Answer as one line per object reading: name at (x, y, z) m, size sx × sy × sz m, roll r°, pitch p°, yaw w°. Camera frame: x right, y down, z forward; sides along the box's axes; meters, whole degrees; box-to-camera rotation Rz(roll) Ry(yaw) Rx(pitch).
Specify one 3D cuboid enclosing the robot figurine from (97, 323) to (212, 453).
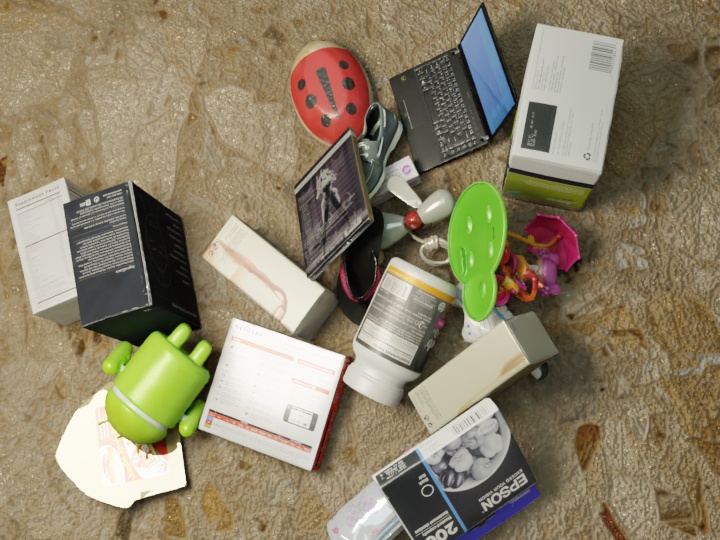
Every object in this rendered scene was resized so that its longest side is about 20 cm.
robot figurine at (-0.311, 0.177, 1.420) m, size 0.175 × 0.116 × 0.201 m, roll 39°, pitch 83°, yaw -9°

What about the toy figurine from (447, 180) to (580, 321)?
toy figurine at (0.243, -0.018, 1.358) m, size 0.181 × 0.150 × 0.204 m, roll 7°, pitch 72°, yaw -26°

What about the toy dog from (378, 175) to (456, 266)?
toy dog at (0.052, -0.079, 1.448) m, size 0.195 × 0.134 × 0.097 m, roll -5°, pitch 33°, yaw 4°

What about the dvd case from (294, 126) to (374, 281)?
dvd case at (-0.044, -0.104, 1.413) m, size 0.149 × 0.016 × 0.203 m, roll -43°, pitch 41°, yaw 31°

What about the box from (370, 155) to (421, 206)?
box at (0.002, -0.119, 1.493) m, size 0.197 × 0.039 × 0.042 m, roll -26°, pitch 73°, yaw 4°

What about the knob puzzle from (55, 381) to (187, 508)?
knob puzzle at (-0.383, 0.278, 1.469) m, size 0.214 × 0.031 × 0.224 m, roll 0°, pitch 71°, yaw -1°

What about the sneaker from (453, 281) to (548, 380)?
sneaker at (0.203, 0.095, 1.393) m, size 0.086 × 0.075 × 0.201 m, roll -40°, pitch 64°, yaw 6°

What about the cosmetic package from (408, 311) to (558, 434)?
cosmetic package at (0.174, 0.147, 1.319) m, size 0.200 × 0.104 × 0.072 m, roll -42°, pitch 71°, yaw 33°

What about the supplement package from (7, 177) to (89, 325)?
supplement package at (-0.490, -0.030, 1.533) m, size 0.112 × 0.110 × 0.204 m, roll -20°, pitch 74°, yaw 6°

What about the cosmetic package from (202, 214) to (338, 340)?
cosmetic package at (-0.140, 0.013, 1.458) m, size 0.199 × 0.103 × 0.088 m, roll 37°, pitch 88°, yaw 18°

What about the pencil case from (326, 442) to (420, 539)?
pencil case at (0.045, 0.345, 1.350) m, size 0.199 × 0.083 × 0.091 m, roll -40°, pitch 45°, yaw 1°

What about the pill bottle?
pill bottle at (0.057, 0.093, 1.387) m, size 0.115 × 0.116 × 0.203 m, roll 26°, pitch 92°, yaw 16°

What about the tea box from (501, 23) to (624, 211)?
tea box at (0.295, -0.220, 1.372) m, size 0.131 × 0.197 × 0.204 m, roll 12°, pitch 80°, yaw 6°

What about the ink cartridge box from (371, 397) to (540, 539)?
ink cartridge box at (0.145, 0.310, 1.292) m, size 0.196 × 0.043 × 0.202 m, roll -33°, pitch 116°, yaw -3°

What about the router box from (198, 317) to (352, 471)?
router box at (-0.131, 0.190, 1.433) m, size 0.196 × 0.049 × 0.183 m, roll 17°, pitch 86°, yaw 15°

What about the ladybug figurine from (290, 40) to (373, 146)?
ladybug figurine at (-0.050, -0.297, 1.528) m, size 0.134 × 0.072 × 0.203 m, roll -26°, pitch 73°, yaw 4°

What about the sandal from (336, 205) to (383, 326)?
sandal at (0.000, 0.000, 1.408) m, size 0.073 × 0.045 × 0.204 m, roll 4°, pitch 117°, yaw 2°

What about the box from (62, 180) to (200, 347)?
box at (-0.355, -0.004, 1.453) m, size 0.122 × 0.200 × 0.200 m, roll -17°, pitch 74°, yaw 8°

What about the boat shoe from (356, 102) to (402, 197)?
boat shoe at (0.007, -0.182, 1.457) m, size 0.072 × 0.062 × 0.202 m, roll -8°, pitch 45°, yaw 40°

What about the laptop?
laptop at (0.141, -0.282, 1.453) m, size 0.197 × 0.103 × 0.181 m, roll -21°, pitch 72°, yaw 17°
